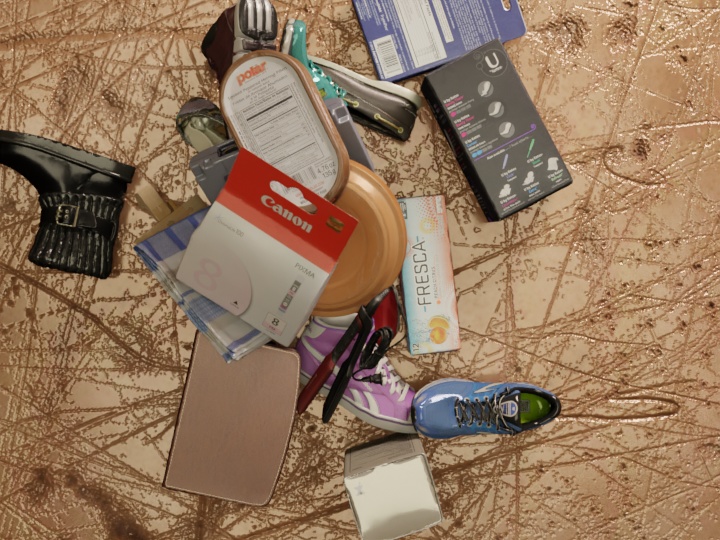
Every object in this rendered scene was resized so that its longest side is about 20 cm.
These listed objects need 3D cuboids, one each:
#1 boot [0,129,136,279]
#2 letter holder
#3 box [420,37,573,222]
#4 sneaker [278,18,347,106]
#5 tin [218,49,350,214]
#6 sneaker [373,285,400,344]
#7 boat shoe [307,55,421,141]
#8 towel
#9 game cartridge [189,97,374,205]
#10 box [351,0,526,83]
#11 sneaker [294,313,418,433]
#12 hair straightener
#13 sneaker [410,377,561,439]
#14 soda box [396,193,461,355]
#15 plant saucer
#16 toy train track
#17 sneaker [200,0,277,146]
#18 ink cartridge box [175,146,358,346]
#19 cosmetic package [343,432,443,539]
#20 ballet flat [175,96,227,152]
[{"bbox_3d":[-0.398,-0.085,1.502,0.211,0.079,0.158,18,91,-1],"label":"boot"},{"bbox_3d":[-0.154,0.181,1.500,0.142,0.101,0.200,12,91,-3],"label":"letter holder"},{"bbox_3d":[0.167,-0.170,1.484,0.106,0.122,0.200,-28,91,0],"label":"box"},{"bbox_3d":[-0.056,-0.215,1.450,0.080,0.078,0.200,-6,126,9],"label":"sneaker"},{"bbox_3d":[-0.087,-0.158,1.369,0.112,0.042,0.200,-27,89,5],"label":"tin"},{"bbox_3d":[0.000,0.000,1.488,0.078,0.116,0.200,-19,91,0],"label":"sneaker"},{"bbox_3d":[-0.025,-0.219,1.504,0.201,0.072,0.061,17,80,-3],"label":"boat shoe"},{"bbox_3d":[-0.168,0.011,1.473,0.147,0.024,0.200,-31,72,-38],"label":"towel"},{"bbox_3d":[-0.091,-0.122,1.449,0.200,0.041,0.133,-21,132,6],"label":"game cartridge"},{"bbox_3d":[0.101,-0.323,1.526,0.200,0.032,0.121,-18,91,1],"label":"box"},{"bbox_3d":[0.016,0.123,1.493,0.200,0.073,0.114,26,117,-2],"label":"sneaker"},{"bbox_3d":[0.000,0.106,1.448,0.077,0.041,0.200,25,109,-17],"label":"hair straightener"},{"bbox_3d":[0.158,0.168,1.482,0.200,0.089,0.079,-4,83,-19],"label":"sneaker"},{"bbox_3d":[0.083,0.005,1.516,0.068,0.064,0.200,-6,90,0],"label":"soda box"},{"bbox_3d":[-0.045,-0.038,1.422,0.200,0.032,0.200,4,109,10],"label":"plant saucer"},{"bbox_3d":[-0.222,-0.021,1.525,0.115,0.033,0.200,-42,99,-35],"label":"toy train track"},{"bbox_3d":[-0.154,-0.237,1.491,0.076,0.115,0.200,6,86,-36],"label":"sneaker"},{"bbox_3d":[-0.112,-0.022,1.374,0.162,0.200,0.057,32,48,2],"label":"ink cartridge box"},{"bbox_3d":[0.038,0.260,1.451,0.103,0.200,0.087,-17,90,1],"label":"cosmetic package"},{"bbox_3d":[-0.152,-0.141,1.507,0.200,0.072,0.072,35,90,0],"label":"ballet flat"}]
